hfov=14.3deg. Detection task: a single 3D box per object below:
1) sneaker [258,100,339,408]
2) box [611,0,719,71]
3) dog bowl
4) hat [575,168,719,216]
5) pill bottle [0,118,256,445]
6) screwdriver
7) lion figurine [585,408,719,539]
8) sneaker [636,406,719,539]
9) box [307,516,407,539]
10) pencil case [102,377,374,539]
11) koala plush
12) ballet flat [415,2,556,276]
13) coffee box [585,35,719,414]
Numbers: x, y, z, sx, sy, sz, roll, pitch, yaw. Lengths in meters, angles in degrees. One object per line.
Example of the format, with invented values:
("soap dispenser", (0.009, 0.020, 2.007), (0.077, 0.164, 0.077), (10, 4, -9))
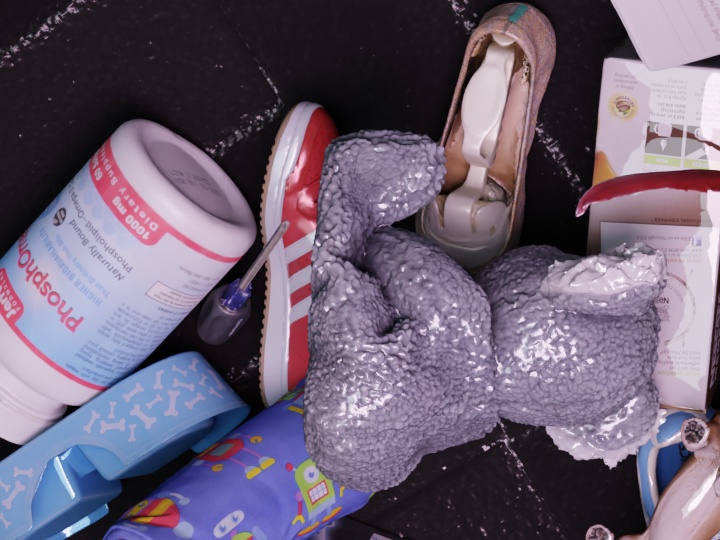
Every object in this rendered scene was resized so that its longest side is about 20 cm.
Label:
("sneaker", (0.000, 0.000, 1.732), (0.112, 0.071, 0.200), (11, 112, 25))
("box", (0.181, -0.248, 1.542), (0.131, 0.200, 0.199), (-13, 61, 16))
("dog bowl", (-0.163, 0.116, 1.787), (0.200, 0.111, 0.050), (-34, 79, 17))
("hat", (0.230, -0.084, 1.605), (0.176, 0.200, 0.166), (4, 79, 14))
("pill bottle", (-0.165, 0.011, 1.761), (0.109, 0.109, 0.200), (44, 107, 1))
("screwdriver", (-0.063, 0.005, 1.713), (0.029, 0.200, 0.028), (2, 70, -20))
("lion figurine", (0.192, 0.140, 1.646), (0.200, 0.122, 0.072), (-44, 73, 15))
("sneaker", (0.211, 0.174, 1.728), (0.072, 0.072, 0.200), (-15, 99, 14))
("box", (-0.040, 0.196, 1.743), (0.200, 0.160, 0.044), (20, 112, 9))
("pencil case", (-0.064, 0.140, 1.667), (0.078, 0.200, 0.087), (-13, 109, 49))
("koala plush", (0.073, 0.040, 1.579), (0.200, 0.184, 0.178), (3, 133, 3))
("ballet flat", (0.068, -0.062, 1.713), (0.068, 0.067, 0.200), (12, 104, 11))
("coffee box", (0.178, -0.030, 1.670), (0.080, 0.114, 0.200), (7, 102, 12))
